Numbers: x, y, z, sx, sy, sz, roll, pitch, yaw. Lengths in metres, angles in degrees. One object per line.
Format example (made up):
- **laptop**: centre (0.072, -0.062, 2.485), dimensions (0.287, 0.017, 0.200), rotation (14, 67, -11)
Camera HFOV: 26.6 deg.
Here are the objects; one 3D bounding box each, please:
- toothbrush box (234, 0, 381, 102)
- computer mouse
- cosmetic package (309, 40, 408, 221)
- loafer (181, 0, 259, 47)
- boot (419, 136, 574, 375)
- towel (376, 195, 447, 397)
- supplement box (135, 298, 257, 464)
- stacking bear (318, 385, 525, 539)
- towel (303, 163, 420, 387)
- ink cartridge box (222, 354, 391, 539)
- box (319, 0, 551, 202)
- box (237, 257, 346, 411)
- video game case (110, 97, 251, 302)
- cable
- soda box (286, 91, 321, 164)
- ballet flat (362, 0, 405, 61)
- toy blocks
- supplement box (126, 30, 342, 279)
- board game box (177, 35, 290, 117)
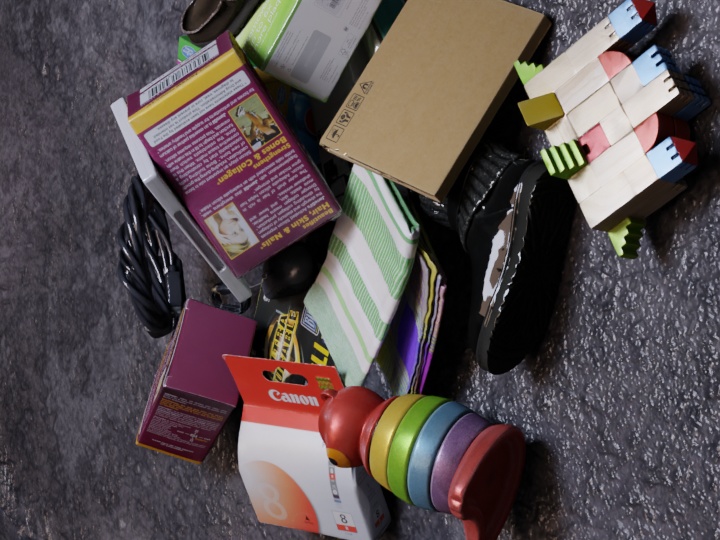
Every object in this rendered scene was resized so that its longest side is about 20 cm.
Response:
- **toothbrush box**: centre (-0.063, -0.283, 1.580), dimensions (0.146, 0.086, 0.200), rotation (-59, 28, 14)
- **computer mouse**: centre (-0.115, 0.011, 1.684), dimensions (0.199, 0.034, 0.059), rotation (-22, 74, 49)
- **cosmetic package**: centre (-0.009, -0.160, 1.608), dimensions (0.082, 0.050, 0.202), rotation (-25, 72, 48)
- **loafer**: centre (-0.133, -0.300, 1.547), dimensions (0.200, 0.071, 0.074), rotation (-36, 41, 45)
- **boot**: centre (0.111, -0.023, 1.435), dimensions (0.157, 0.079, 0.213), rotation (22, 101, 44)
- **towel**: centre (0.043, 0.040, 1.516), dimensions (0.144, 0.023, 0.201), rotation (-113, 27, -48)
- **supplement box**: centre (-0.189, 0.130, 1.737), dimensions (0.200, 0.085, 0.111), rotation (124, 162, -60)
- **stacking bear**: centre (0.046, 0.169, 1.454), dimensions (0.199, 0.122, 0.114), rotation (18, 63, 30)
- **towel**: centre (0.000, 0.000, 1.519), dimensions (0.153, 0.023, 0.201), rotation (61, 139, 45)
- **ink cartridge box**: centre (-0.066, 0.188, 1.594), dimensions (0.161, 0.050, 0.201), rotation (4, 127, 38)
- **box**: centre (0.069, -0.176, 1.449), dimensions (0.163, 0.021, 0.201), rotation (27, 83, 40)
- **box**: centre (-0.061, 0.093, 1.682), dimensions (0.159, 0.049, 0.202), rotation (32, 115, 45)
- **video game case**: centre (-0.183, -0.071, 1.569), dimensions (0.018, 0.200, 0.144), rotation (-32, 43, 2)
- **cable**: centre (-0.245, -0.024, 1.729), dimensions (0.050, 0.163, 0.202), rotation (-7, 83, 9)
- **soda box**: centre (-0.104, -0.139, 1.718), dimensions (0.199, 0.064, 0.068), rotation (-19, 76, 51)
- **ballet flat**: centre (0.042, -0.196, 1.543), dimensions (0.069, 0.069, 0.201), rotation (-46, 53, 41)
- **toy blocks**: centre (0.229, -0.132, 1.290), dimensions (0.136, 0.100, 0.201), rotation (-38, 61, 32)
- **supplement box**: centre (-0.127, -0.117, 1.527), dimensions (0.201, 0.130, 0.103), rotation (57, -177, -21)
- **board game box**: centre (-0.148, -0.141, 1.677), dimensions (0.153, 0.040, 0.201), rotation (32, 125, 39)
